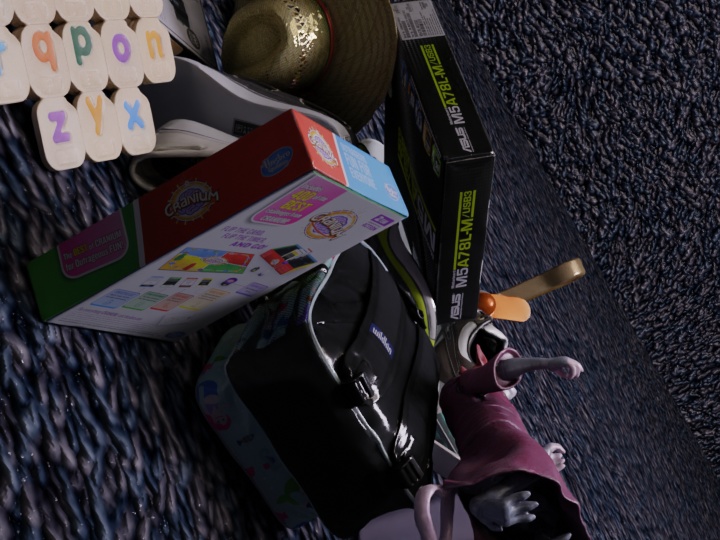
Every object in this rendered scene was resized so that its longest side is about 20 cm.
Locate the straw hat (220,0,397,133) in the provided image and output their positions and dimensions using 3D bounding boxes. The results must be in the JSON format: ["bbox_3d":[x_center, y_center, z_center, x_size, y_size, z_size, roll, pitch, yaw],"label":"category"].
[{"bbox_3d":[-0.070,-0.190,0.980,0.085,0.200,0.203,-24,87,-43],"label":"straw hat"}]

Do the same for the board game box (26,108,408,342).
[{"bbox_3d":[-0.085,-0.019,0.742,0.153,0.199,0.041,20,45,-66],"label":"board game box"}]

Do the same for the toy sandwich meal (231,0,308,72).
[{"bbox_3d":[-0.074,-0.243,1.310,0.206,0.070,0.206,53,20,-29],"label":"toy sandwich meal"}]

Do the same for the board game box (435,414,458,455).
[{"bbox_3d":[0.080,0.141,1.270,0.201,0.028,0.135,59,17,-12],"label":"board game box"}]

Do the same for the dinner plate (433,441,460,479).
[{"bbox_3d":[0.059,0.159,1.049,0.199,0.024,0.200,35,-4,3],"label":"dinner plate"}]

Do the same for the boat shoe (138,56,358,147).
[{"bbox_3d":[-0.092,-0.126,0.947,0.066,0.198,0.071,-30,135,-69],"label":"boat shoe"}]

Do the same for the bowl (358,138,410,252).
[{"bbox_3d":[-0.005,-0.017,1.119,0.201,0.089,0.203,44,38,-50],"label":"bowl"}]

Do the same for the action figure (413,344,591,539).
[{"bbox_3d":[0.091,0.131,0.828,0.201,0.147,0.135,-112,-169,-55],"label":"action figure"}]

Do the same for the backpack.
[{"bbox_3d":[-0.019,0.080,0.867,0.178,0.149,0.201,57,28,-21],"label":"backpack"}]

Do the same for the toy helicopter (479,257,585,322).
[{"bbox_3d":[0.145,0.032,1.231,0.132,0.198,0.080,69,-3,-78],"label":"toy helicopter"}]

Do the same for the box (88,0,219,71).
[{"bbox_3d":[-0.203,-0.235,0.947,0.200,0.060,0.118,36,32,-57],"label":"box"}]

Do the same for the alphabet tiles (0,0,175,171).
[{"bbox_3d":[-0.202,-0.173,0.819,0.199,0.014,0.198,-25,106,-58],"label":"alphabet tiles"}]

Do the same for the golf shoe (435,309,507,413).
[{"bbox_3d":[0.096,0.065,1.077,0.201,0.093,0.078,-69,142,-53],"label":"golf shoe"}]

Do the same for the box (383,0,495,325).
[{"bbox_3d":[0.061,-0.092,0.985,0.194,0.047,0.201,93,-14,-49],"label":"box"}]

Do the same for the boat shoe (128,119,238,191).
[{"bbox_3d":[-0.080,-0.063,0.886,0.198,0.073,0.066,20,34,9],"label":"boat shoe"}]

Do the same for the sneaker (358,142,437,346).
[{"bbox_3d":[0.000,0.000,0.979,0.202,0.080,0.074,67,-20,-4],"label":"sneaker"}]

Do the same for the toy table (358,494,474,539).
[{"bbox_3d":[0.086,0.249,0.918,0.200,0.182,0.118,172,-101,-74],"label":"toy table"}]
